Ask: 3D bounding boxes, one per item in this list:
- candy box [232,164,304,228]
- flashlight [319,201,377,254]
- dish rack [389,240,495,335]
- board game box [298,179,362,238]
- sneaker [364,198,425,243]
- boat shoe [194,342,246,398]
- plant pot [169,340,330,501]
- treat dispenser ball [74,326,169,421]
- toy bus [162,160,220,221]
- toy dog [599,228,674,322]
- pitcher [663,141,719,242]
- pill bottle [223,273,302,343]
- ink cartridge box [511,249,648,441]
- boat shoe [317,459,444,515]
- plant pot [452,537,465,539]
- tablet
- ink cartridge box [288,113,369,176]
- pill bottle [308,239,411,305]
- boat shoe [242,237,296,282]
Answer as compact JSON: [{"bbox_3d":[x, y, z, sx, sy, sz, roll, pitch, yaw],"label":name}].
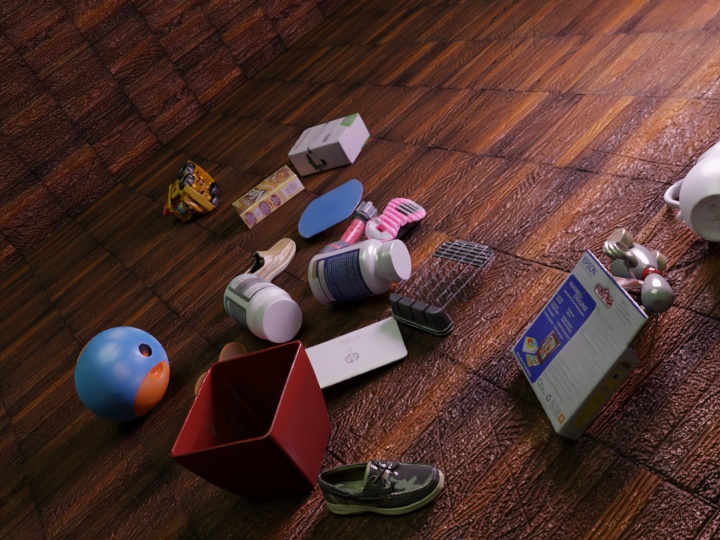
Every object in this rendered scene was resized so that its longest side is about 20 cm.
[{"bbox_3d":[-0.268,-0.215,2.180,0.199,0.056,0.115,-36,30,-5],"label":"candy box"},{"bbox_3d":[-0.025,-0.080,1.731,0.067,0.068,0.201,-3,42,43],"label":"flashlight"},{"bbox_3d":[0.158,0.023,1.414,0.200,0.055,0.152,-44,35,-22],"label":"dish rack"},{"bbox_3d":[-0.067,-0.143,1.899,0.198,0.039,0.159,-26,35,24],"label":"board game box"},{"bbox_3d":[0.068,-0.087,1.647,0.079,0.096,0.199,36,44,20],"label":"sneaker"},{"bbox_3d":[-0.277,0.225,1.505,0.069,0.071,0.200,20,28,6],"label":"boat shoe"},{"bbox_3d":[-0.159,0.267,1.245,0.198,0.177,0.201,-16,33,26],"label":"plant pot"},{"bbox_3d":[-0.516,0.224,1.633,0.199,0.202,0.202,-24,31,15],"label":"treat dispenser ball"},{"bbox_3d":[-0.563,-0.229,2.433,0.192,0.136,0.201,-41,30,13],"label":"toy bus"},{"bbox_3d":[0.403,0.018,1.124,0.097,0.132,0.199,-56,-14,25],"label":"toy dog"},{"bbox_3d":[0.552,-0.119,1.193,0.171,0.121,0.200,-35,11,42],"label":"pitcher"},{"bbox_3d":[-0.211,0.083,1.630,0.113,0.114,0.199,-42,31,-15],"label":"pill bottle"},{"bbox_3d":[0.314,0.101,1.071,0.201,0.047,0.198,-55,22,20],"label":"ink cartridge box"},{"bbox_3d":[0.024,0.313,1.108,0.198,0.066,0.072,-16,33,28],"label":"boat shoe"},{"bbox_3d":[0.117,0.402,0.774,0.198,0.202,0.177,4,35,47],"label":"plant pot"},{"bbox_3d":[-0.017,0.155,1.400,0.197,0.014,0.131,-21,31,2],"label":"tablet"},{"bbox_3d":[-0.093,-0.365,2.198,0.198,0.085,0.147,-9,37,37],"label":"ink cartridge box"},{"bbox_3d":[0.000,0.000,1.545,0.198,0.112,0.112,-14,34,31],"label":"pill bottle"},{"bbox_3d":[-0.229,-0.019,1.834,0.071,0.077,0.201,-4,41,41],"label":"boat shoe"}]
